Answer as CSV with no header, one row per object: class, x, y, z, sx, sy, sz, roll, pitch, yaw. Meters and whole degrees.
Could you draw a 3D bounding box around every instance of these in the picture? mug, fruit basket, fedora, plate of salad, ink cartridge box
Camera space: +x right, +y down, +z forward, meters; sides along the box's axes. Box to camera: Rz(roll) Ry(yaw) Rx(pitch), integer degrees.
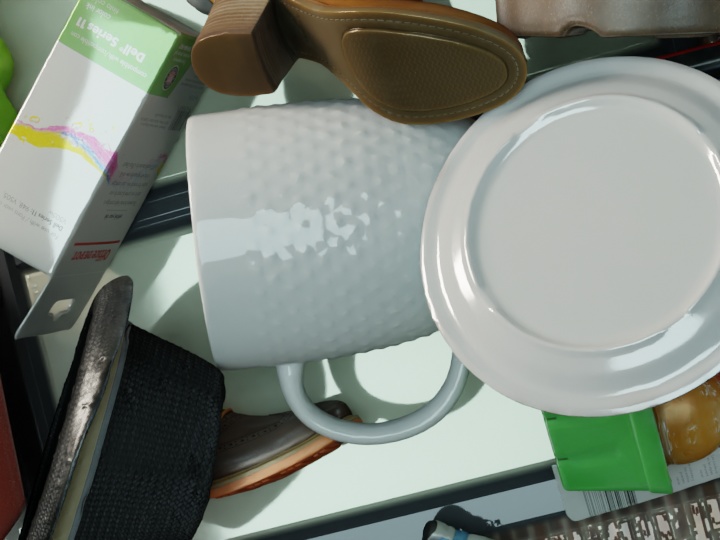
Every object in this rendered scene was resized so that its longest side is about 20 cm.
mug,0.000,0.000,1.155,0.174,0.148,0.201,-7,93,0
fruit basket,0.189,0.039,1.135,0.199,0.094,0.186,-20,120,-1
fedora,-0.129,0.108,1.129,0.091,0.201,0.201,17,94,-9
plate of salad,0.129,-0.017,1.054,0.199,0.048,0.201,-8,66,19
ink cartridge box,-0.166,-0.063,1.197,0.067,0.117,0.201,30,96,7

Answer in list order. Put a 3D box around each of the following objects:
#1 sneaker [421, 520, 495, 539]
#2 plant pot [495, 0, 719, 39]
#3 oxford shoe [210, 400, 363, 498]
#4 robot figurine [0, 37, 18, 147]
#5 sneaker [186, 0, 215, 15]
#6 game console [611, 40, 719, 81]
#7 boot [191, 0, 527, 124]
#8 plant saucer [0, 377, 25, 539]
sneaker,0.066,0.252,1.187,0.086,0.075,0.201,8,95,1
plant pot,0.149,-0.229,1.108,0.199,0.200,0.199,-1,99,10
oxford shoe,-0.097,0.103,1.213,0.199,0.071,0.073,-17,84,11
robot figurine,-0.289,-0.142,1.219,0.175,0.116,0.200,-39,84,21
sneaker,-0.134,-0.235,1.217,0.077,0.078,0.201,-33,87,33
game console,0.245,-0.046,1.125,0.199,0.172,0.119,-14,62,10
boot,0.015,-0.160,1.140,0.199,0.155,0.074,8,134,19
plant saucer,-0.246,0.067,1.196,0.037,0.199,0.201,-10,88,-23
